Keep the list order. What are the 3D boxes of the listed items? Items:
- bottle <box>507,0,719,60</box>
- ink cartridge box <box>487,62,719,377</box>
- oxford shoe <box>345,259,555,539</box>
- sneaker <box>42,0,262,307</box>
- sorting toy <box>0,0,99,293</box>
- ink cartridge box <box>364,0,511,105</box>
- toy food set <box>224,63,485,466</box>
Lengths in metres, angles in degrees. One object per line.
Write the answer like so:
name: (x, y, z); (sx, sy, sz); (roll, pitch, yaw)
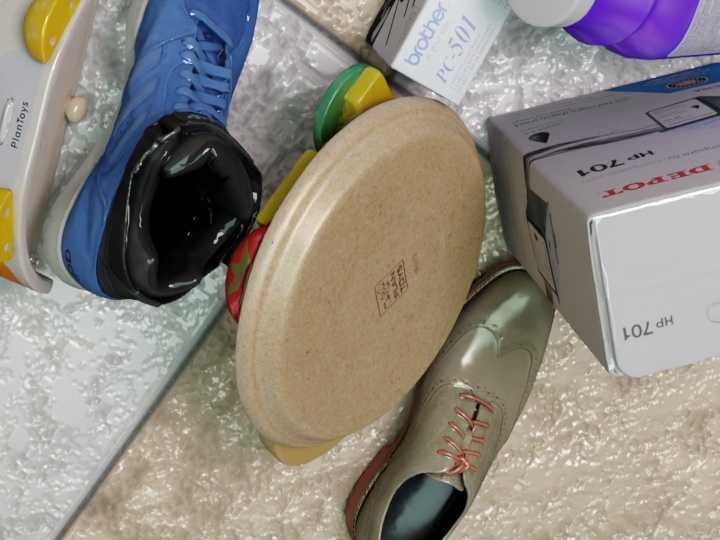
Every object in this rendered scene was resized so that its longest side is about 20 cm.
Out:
bottle: (0.147, -0.148, 0.781); (0.199, 0.065, 0.085); (-13, 124, -47)
ink cartridge box: (0.160, -0.034, 0.800); (0.144, 0.200, 0.087); (-14, 108, -5)
oxford shoe: (0.060, 0.091, 0.887); (0.070, 0.075, 0.202); (23, 101, -14)
sneaker: (-0.079, -0.076, 0.772); (0.076, 0.111, 0.202); (33, 78, -38)
sorting toy: (-0.228, -0.101, 0.788); (0.178, 0.107, 0.202); (19, 104, 6)
ink cartridge box: (0.073, -0.190, 0.796); (0.044, 0.094, 0.202); (27, 100, -15)
toy food set: (0.000, 0.000, 0.811); (0.199, 0.048, 0.200); (-54, 147, -15)
